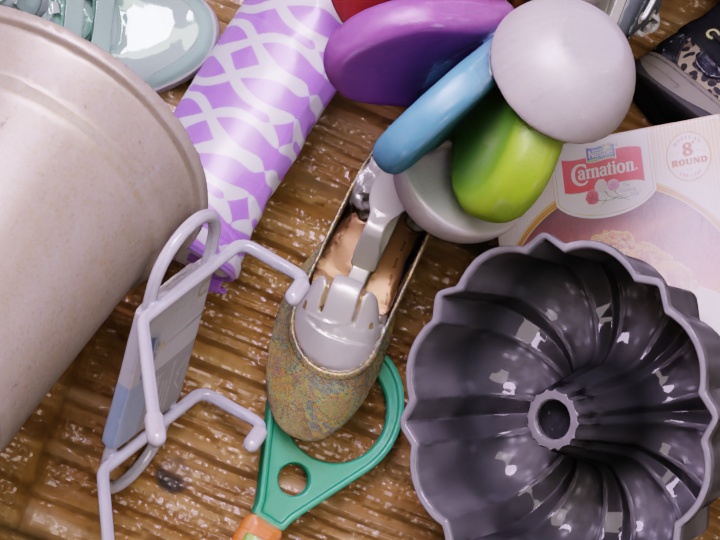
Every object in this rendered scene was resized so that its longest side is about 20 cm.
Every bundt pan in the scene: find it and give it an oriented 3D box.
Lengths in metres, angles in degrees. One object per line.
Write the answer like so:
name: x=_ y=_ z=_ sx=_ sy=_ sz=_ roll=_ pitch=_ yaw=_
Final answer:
bundt pan: x=0.124 y=0.081 z=1.514 sx=0.076 sy=0.201 sz=0.204 roll=-1 pitch=83 yaw=-56

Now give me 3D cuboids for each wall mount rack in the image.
wall mount rack: x=-0.101 y=0.074 z=1.484 sx=0.074 sy=0.201 sz=0.174 roll=30 pitch=40 yaw=16

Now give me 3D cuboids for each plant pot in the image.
plant pot: x=-0.207 y=-0.006 z=1.444 sx=0.200 sy=0.200 sz=0.184 roll=33 pitch=55 yaw=-7

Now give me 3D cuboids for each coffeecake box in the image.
coffeecake box: x=0.166 y=0.022 z=1.575 sx=0.073 sy=0.153 sz=0.202 roll=-1 pitch=83 yaw=-56

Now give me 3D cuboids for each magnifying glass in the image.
magnifying glass: x=-0.044 y=0.128 z=1.591 sx=0.079 sy=0.022 sz=0.201 roll=33 pitch=77 yaw=-7

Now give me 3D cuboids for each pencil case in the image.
pencil case: x=-0.059 y=-0.085 z=1.576 sx=0.085 sy=0.084 sz=0.201 roll=39 pitch=78 yaw=-42

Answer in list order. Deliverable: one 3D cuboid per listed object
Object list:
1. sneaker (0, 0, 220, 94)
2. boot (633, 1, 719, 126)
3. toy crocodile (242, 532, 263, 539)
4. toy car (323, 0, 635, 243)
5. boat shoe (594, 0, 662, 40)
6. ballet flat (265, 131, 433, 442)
sneaker: x=-0.169 y=-0.139 z=1.536 sx=0.199 sy=0.118 sz=0.074 roll=1 pitch=83 yaw=-13
boot: x=0.277 y=-0.107 z=1.627 sx=0.203 sy=0.074 sz=0.154 roll=38 pitch=74 yaw=23
toy crocodile: x=0.009 y=0.214 z=1.567 sx=0.200 sy=0.062 sz=0.068 roll=36 pitch=78 yaw=-14
toy car: x=0.051 y=-0.124 z=1.494 sx=0.149 sy=0.175 sz=0.201 roll=12 pitch=59 yaw=-25
boat shoe: x=0.155 y=-0.157 z=1.555 sx=0.061 sy=0.073 sz=0.201 roll=20 pitch=98 yaw=-27
ballet flat: x=0.000 y=0.000 z=1.575 sx=0.070 sy=0.071 sz=0.201 roll=28 pitch=73 yaw=-8
